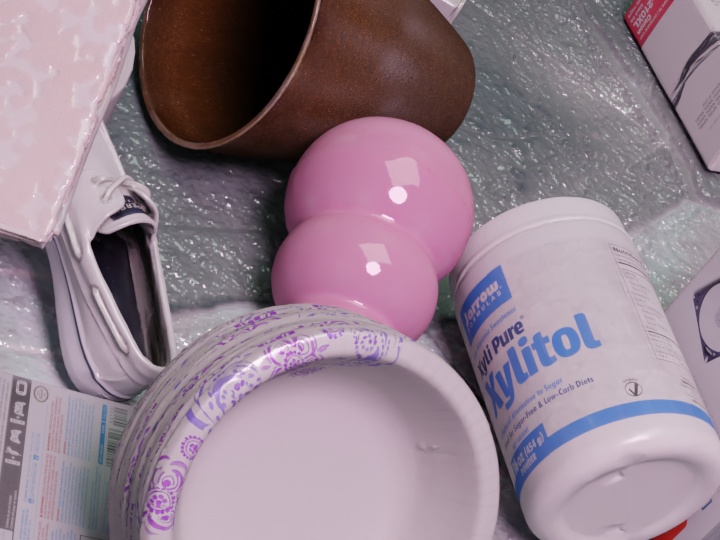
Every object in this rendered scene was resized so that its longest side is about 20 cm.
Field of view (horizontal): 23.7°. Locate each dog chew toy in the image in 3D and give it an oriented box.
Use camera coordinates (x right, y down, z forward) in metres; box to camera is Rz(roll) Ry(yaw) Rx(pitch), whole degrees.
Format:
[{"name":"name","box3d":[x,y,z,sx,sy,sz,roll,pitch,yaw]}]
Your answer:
[{"name":"dog chew toy","box3d":[0.000,0.000,1.090,0.124,0.125,0.200,25,56,-11]}]

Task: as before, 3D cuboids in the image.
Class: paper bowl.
[{"name":"paper bowl","box3d":[-0.035,0.117,0.906,0.200,0.201,0.104,9,6,-27]}]

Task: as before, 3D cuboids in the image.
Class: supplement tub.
[{"name":"supplement tub","box3d":[0.142,0.067,1.109,0.132,0.132,0.200,7,46,-29]}]

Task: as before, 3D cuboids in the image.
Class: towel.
[{"name":"towel","box3d":[-0.234,-0.124,0.987,0.190,0.032,0.200,17,70,4]}]

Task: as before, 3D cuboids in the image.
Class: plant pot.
[{"name":"plant pot","box3d":[-0.020,-0.151,1.201,0.200,0.187,0.187,16,41,-43]}]

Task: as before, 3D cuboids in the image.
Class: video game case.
[{"name":"video game case","box3d":[-0.217,0.107,0.910,0.200,0.018,0.143,17,43,-20]}]

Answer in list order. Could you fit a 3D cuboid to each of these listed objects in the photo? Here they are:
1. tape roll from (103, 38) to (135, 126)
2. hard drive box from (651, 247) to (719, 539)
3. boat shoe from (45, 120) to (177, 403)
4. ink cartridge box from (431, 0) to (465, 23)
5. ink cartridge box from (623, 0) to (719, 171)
[{"name":"tape roll","box3d":[-0.249,-0.144,1.099,0.202,0.071,0.203,20,42,-18]},{"name":"hard drive box","box3d":[0.256,0.084,1.114,0.077,0.200,0.156,7,46,-28]},{"name":"boat shoe","box3d":[-0.146,-0.026,1.002,0.073,0.065,0.201,-8,78,-51]},{"name":"ink cartridge box","box3d":[-0.007,-0.264,1.372,0.200,0.086,0.148,32,39,-5]},{"name":"ink cartridge box","box3d":[0.345,-0.178,1.526,0.144,0.084,0.200,6,46,-30]}]
